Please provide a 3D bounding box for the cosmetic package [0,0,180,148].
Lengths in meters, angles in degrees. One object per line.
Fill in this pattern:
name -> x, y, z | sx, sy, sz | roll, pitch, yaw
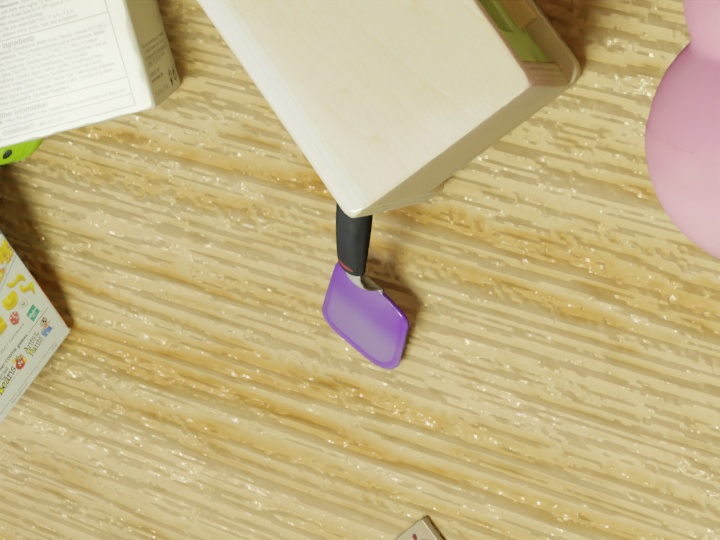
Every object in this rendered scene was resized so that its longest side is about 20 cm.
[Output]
cosmetic package -> -0.176, -0.176, 1.270 | 0.104, 0.071, 0.202 | -12, 102, 10

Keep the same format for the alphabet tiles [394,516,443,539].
alphabet tiles -> 0.029, 0.254, 1.364 | 0.168, 0.008, 0.200 | 54, 132, 6

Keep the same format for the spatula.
spatula -> 0.000, 0.000, 1.208 | 0.056, 0.021, 0.200 | 41, 165, 16

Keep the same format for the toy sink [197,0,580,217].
toy sink -> 0.022, -0.112, 1.125 | 0.112, 0.200, 0.131 | -36, 85, 12

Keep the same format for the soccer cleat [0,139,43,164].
soccer cleat -> -0.268, -0.127, 1.379 | 0.200, 0.081, 0.068 | 36, 127, 20

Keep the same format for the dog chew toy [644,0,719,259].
dog chew toy -> 0.190, -0.104, 1.014 | 0.124, 0.124, 0.202 | 16, 110, 32

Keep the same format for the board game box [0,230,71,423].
board game box -> -0.275, -0.001, 1.366 | 0.102, 0.105, 0.201 | 12, 145, 38
